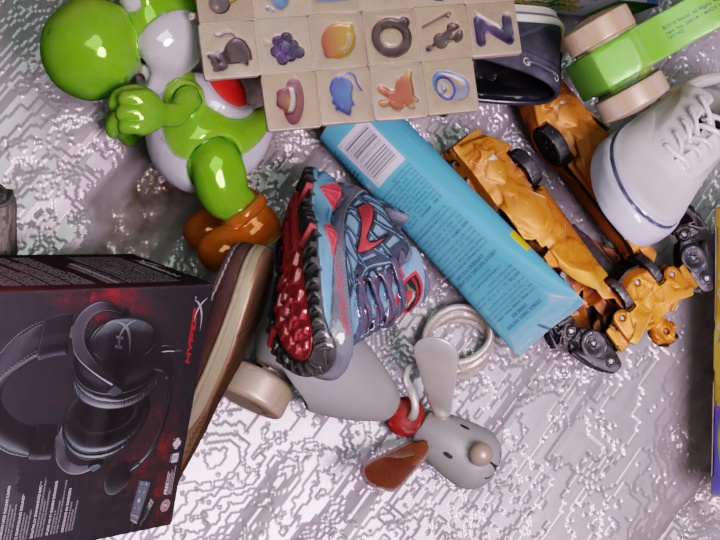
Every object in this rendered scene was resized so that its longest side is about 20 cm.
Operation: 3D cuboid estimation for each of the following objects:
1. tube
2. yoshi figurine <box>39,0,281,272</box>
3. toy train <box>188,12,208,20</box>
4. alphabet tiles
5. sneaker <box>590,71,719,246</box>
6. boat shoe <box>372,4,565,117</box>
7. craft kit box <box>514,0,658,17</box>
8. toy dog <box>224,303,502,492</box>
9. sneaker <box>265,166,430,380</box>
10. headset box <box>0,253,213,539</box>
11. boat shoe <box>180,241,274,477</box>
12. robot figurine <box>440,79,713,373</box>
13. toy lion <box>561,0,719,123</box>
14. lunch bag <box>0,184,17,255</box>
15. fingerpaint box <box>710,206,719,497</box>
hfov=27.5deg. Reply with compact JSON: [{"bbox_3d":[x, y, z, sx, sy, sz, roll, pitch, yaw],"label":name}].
[{"bbox_3d":[0.058,-0.033,0.973,0.200,0.077,0.050,48,54,4],"label":"tube"},{"bbox_3d":[-0.130,-0.095,0.901,0.201,0.112,0.112,66,32,-20],"label":"yoshi figurine"},{"bbox_3d":[-0.040,-0.209,0.938,0.199,0.085,0.116,-4,72,-43],"label":"toy train"},{"bbox_3d":[-0.002,-0.171,0.884,0.199,0.006,0.167,-7,86,-15],"label":"alphabet tiles"},{"bbox_3d":[0.209,-0.086,0.972,0.073,0.071,0.200,45,37,-5],"label":"sneaker"},{"bbox_3d":[0.046,-0.134,0.945,0.199,0.075,0.063,-3,75,-25],"label":"boat shoe"},{"bbox_3d":[0.113,-0.276,0.991,0.197,0.048,0.201,-2,83,-45],"label":"craft kit box"},{"bbox_3d":[0.010,0.074,0.945,0.199,0.096,0.133,10,83,-14],"label":"toy dog"},{"bbox_3d":[0.000,0.000,0.888,0.095,0.200,0.080,16,120,-9],"label":"sneaker"},{"bbox_3d":[-0.184,0.071,0.790,0.200,0.077,0.150,0,104,-54],"label":"headset box"},{"bbox_3d":[-0.117,0.062,0.897,0.072,0.072,0.201,28,115,1],"label":"boat shoe"},{"bbox_3d":[0.153,-0.029,1.014,0.145,0.058,0.200,-37,94,-15],"label":"robot figurine"},{"bbox_3d":[0.230,-0.172,0.990,0.199,0.192,0.069,-29,93,5],"label":"toy lion"},{"bbox_3d":[-0.295,0.029,0.852,0.199,0.139,0.169,3,101,-14],"label":"lunch bag"},{"bbox_3d":[0.328,0.060,1.023,0.166,0.073,0.201,7,82,-32],"label":"fingerpaint box"}]
